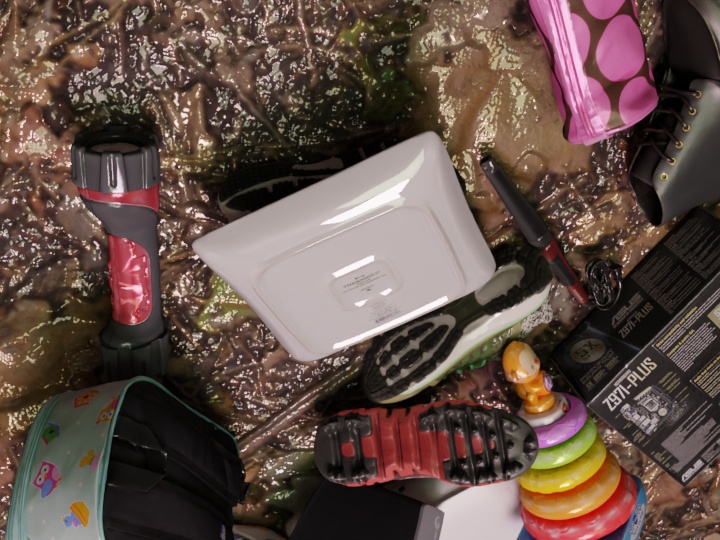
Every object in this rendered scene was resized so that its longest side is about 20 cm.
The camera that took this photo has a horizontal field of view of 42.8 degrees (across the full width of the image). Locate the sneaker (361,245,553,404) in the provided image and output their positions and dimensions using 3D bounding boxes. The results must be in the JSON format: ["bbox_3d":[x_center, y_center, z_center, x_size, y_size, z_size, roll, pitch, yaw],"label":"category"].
[{"bbox_3d":[0.094,0.068,0.815,0.198,0.077,0.089,-33,132,8],"label":"sneaker"}]

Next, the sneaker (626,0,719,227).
[{"bbox_3d":[0.262,-0.131,0.744,0.105,0.075,0.202,-30,120,-7],"label":"sneaker"}]

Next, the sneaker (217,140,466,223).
[{"bbox_3d":[-0.013,-0.049,0.736,0.196,0.074,0.081,-7,132,-5],"label":"sneaker"}]

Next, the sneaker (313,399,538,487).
[{"bbox_3d":[0.062,0.149,0.805,0.197,0.098,0.072,-6,85,22],"label":"sneaker"}]

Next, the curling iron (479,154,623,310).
[{"bbox_3d":[0.166,-0.033,0.804,0.199,0.026,0.050,41,92,-26],"label":"curling iron"}]

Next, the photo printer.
[{"bbox_3d":[0.086,0.266,0.905,0.198,0.070,0.168,-27,119,1],"label":"photo printer"}]

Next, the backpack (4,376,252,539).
[{"bbox_3d":[-0.186,0.183,0.716,0.150,0.178,0.201,-5,148,13],"label":"backpack"}]

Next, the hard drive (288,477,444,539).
[{"bbox_3d":[-0.017,0.279,0.802,0.133,0.202,0.043,14,152,23],"label":"hard drive"}]

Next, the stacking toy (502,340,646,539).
[{"bbox_3d":[0.170,0.149,0.808,0.108,0.116,0.203,-10,111,36],"label":"stacking toy"}]

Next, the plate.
[{"bbox_3d":[0.000,0.000,0.718,0.197,0.033,0.200,-24,144,8],"label":"plate"}]

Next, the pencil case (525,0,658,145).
[{"bbox_3d":[0.162,-0.192,0.686,0.089,0.094,0.202,-12,121,27],"label":"pencil case"}]

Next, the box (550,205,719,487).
[{"bbox_3d":[0.308,0.073,0.854,0.163,0.086,0.200,36,103,-26],"label":"box"}]

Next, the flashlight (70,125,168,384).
[{"bbox_3d":[-0.183,-0.005,0.708,0.066,0.068,0.203,-2,115,-14],"label":"flashlight"}]

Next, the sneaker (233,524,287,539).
[{"bbox_3d":[-0.141,0.267,0.841,0.197,0.088,0.076,22,111,-21],"label":"sneaker"}]
